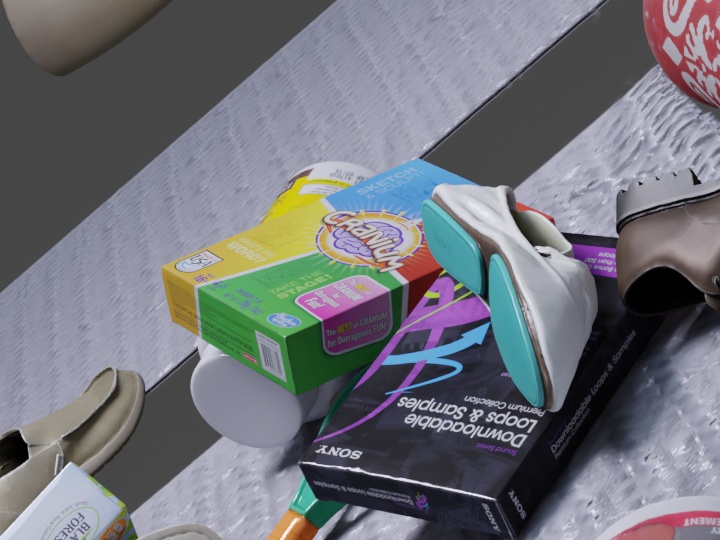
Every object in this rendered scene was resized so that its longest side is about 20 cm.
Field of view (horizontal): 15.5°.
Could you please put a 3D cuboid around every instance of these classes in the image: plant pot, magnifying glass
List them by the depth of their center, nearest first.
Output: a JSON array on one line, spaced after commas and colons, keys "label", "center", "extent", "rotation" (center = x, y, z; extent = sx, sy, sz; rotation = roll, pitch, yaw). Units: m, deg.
[{"label": "magnifying glass", "center": [-0.022, 0.129, 1.558], "extent": [0.200, 0.022, 0.079], "rotation": [-55, 30, -11]}, {"label": "plant pot", "center": [-0.326, -0.366, 3.365], "extent": [0.199, 0.188, 0.188], "rotation": [-17, 25, 22]}]

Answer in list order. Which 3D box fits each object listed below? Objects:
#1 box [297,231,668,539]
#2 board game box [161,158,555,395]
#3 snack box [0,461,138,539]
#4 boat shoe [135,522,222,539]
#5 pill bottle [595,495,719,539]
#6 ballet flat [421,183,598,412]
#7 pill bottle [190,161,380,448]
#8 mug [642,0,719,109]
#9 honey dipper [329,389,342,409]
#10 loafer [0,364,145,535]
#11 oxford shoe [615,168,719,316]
[{"label": "box", "center": [0.074, 0.056, 1.458], "extent": [0.142, 0.036, 0.200], "rotation": [6, 48, 41]}, {"label": "board game box", "center": [0.000, 0.000, 1.631], "extent": [0.199, 0.041, 0.153], "rotation": [-24, 28, -27]}, {"label": "snack box", "center": [-0.219, 0.228, 1.632], "extent": [0.200, 0.053, 0.142], "rotation": [-48, -18, -17]}, {"label": "boat shoe", "center": [-0.159, 0.228, 1.587], "extent": [0.200, 0.072, 0.060], "rotation": [-45, 2, -27]}, {"label": "pill bottle", "center": [0.125, 0.179, 0.969], "extent": [0.111, 0.111, 0.200], "rotation": [-35, 18, 22]}, {"label": "ballet flat", "center": [0.092, 0.004, 1.434], "extent": [0.069, 0.069, 0.200], "rotation": [-40, 33, 6]}, {"label": "pill bottle", "center": [-0.038, 0.024, 1.750], "extent": [0.109, 0.109, 0.200], "rotation": [-28, 21, 40]}, {"label": "mug", "center": [0.261, -0.145, 1.456], "extent": [0.177, 0.133, 0.200], "rotation": [-42, 19, 5]}, {"label": "honey dipper", "center": [0.044, 0.060, 1.611], "extent": [0.200, 0.038, 0.038], "rotation": [-29, 20, 51]}, {"label": "loafer", "center": [-0.235, 0.137, 1.997], "extent": [0.076, 0.068, 0.200], "rotation": [-21, 27, 52]}, {"label": "oxford shoe", "center": [0.215, -0.015, 1.367], "extent": [0.200, 0.073, 0.085], "rotation": [-20, 51, 46]}]
